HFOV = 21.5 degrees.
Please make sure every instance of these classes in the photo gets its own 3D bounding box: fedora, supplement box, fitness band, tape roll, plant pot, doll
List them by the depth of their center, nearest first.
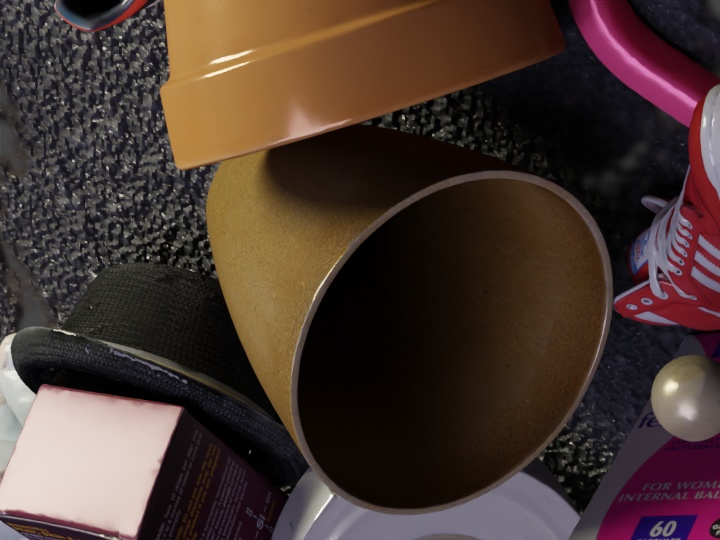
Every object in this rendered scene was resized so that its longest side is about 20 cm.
[{"bbox_3d":[0.226,0.028,0.885,0.048,0.199,0.137,51,162,47],"label":"doll"},{"bbox_3d":[0.191,-0.122,0.901,0.200,0.037,0.144,34,134,7],"label":"fitness band"},{"bbox_3d":[-0.015,-0.144,0.919,0.199,0.200,0.141,-12,100,37],"label":"plant pot"},{"bbox_3d":[0.193,0.123,0.967,0.101,0.200,0.104,-8,117,35],"label":"supplement box"},{"bbox_3d":[0.000,0.000,1.003,0.200,0.186,0.187,38,146,51],"label":"plant pot"},{"bbox_3d":[0.043,0.192,1.124,0.201,0.071,0.203,-2,104,-6],"label":"tape roll"},{"bbox_3d":[-0.116,0.153,1.149,0.110,0.086,0.200,7,156,30],"label":"supplement box"},{"bbox_3d":[-0.109,0.056,1.160,0.200,0.092,0.201,18,159,7],"label":"fedora"}]

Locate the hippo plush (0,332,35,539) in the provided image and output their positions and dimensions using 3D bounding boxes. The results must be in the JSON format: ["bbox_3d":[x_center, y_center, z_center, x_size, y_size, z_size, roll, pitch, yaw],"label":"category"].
[{"bbox_3d":[-0.216,0.158,1.271,0.159,0.161,0.201,-12,115,37],"label":"hippo plush"}]

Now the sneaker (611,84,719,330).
[{"bbox_3d":[0.165,-0.024,0.929,0.112,0.071,0.200,7,153,32],"label":"sneaker"}]

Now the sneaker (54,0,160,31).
[{"bbox_3d":[-0.122,-0.211,0.996,0.075,0.085,0.201,25,132,14],"label":"sneaker"}]
